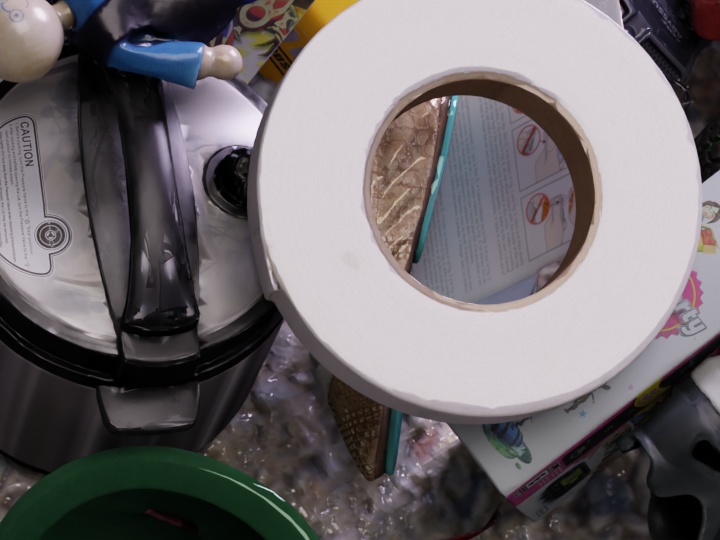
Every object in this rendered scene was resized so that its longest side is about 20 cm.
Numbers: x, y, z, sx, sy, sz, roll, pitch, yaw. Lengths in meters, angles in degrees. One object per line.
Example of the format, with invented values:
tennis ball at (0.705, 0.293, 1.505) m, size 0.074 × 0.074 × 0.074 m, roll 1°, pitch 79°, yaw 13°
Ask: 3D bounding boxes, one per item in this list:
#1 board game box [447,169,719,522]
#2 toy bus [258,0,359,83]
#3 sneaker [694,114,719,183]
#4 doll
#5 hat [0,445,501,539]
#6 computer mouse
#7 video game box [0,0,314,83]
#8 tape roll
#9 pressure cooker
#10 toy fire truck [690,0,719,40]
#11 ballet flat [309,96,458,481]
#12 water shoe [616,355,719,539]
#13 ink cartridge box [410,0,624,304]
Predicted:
board game box at (0.136, 0.031, 1.316) m, size 0.200 × 0.148 × 0.064 m, roll -39°, pitch 78°, yaw 1°
toy bus at (-0.072, -0.187, 1.405) m, size 0.200 × 0.078 × 0.065 m, roll 51°, pitch 57°, yaw -28°
sneaker at (0.220, 0.011, 1.438) m, size 0.085 × 0.078 × 0.200 m, roll -9°, pitch 76°, yaw -25°
doll at (-0.086, -0.140, 1.232) m, size 0.200 × 0.048 × 0.136 m, roll -32°, pitch 63°, yaw -21°
hat at (-0.065, 0.159, 1.312) m, size 0.200 × 0.176 × 0.166 m, roll 24°, pitch 98°, yaw 7°
computer mouse at (0.134, -0.137, 1.455) m, size 0.139 × 0.053 × 0.200 m, roll 54°, pitch 28°, yaw -4°
video game box at (-0.122, -0.154, 1.324) m, size 0.200 × 0.182 × 0.047 m, roll 24°, pitch 32°, yaw -32°
tape roll at (0.050, -0.032, 1.216) m, size 0.203 × 0.037 × 0.203 m, roll 1°, pitch 82°, yaw -9°
pressure cooker at (-0.113, -0.012, 1.283) m, size 0.176 × 0.200 × 0.179 m, roll 40°, pitch 63°, yaw 5°
toy fire truck at (0.265, -0.173, 1.445) m, size 0.200 × 0.112 × 0.168 m, roll -7°, pitch 38°, yaw 11°
ballet flat at (0.000, 0.000, 1.320) m, size 0.065 × 0.071 × 0.200 m, roll 10°, pitch 75°, yaw -1°
water shoe at (0.174, 0.110, 1.326) m, size 0.079 × 0.200 × 0.072 m, roll -33°, pitch 50°, yaw -1°
ink cartridge box at (0.068, -0.054, 1.356) m, size 0.047 × 0.200 × 0.160 m, roll 19°, pitch 56°, yaw -43°
